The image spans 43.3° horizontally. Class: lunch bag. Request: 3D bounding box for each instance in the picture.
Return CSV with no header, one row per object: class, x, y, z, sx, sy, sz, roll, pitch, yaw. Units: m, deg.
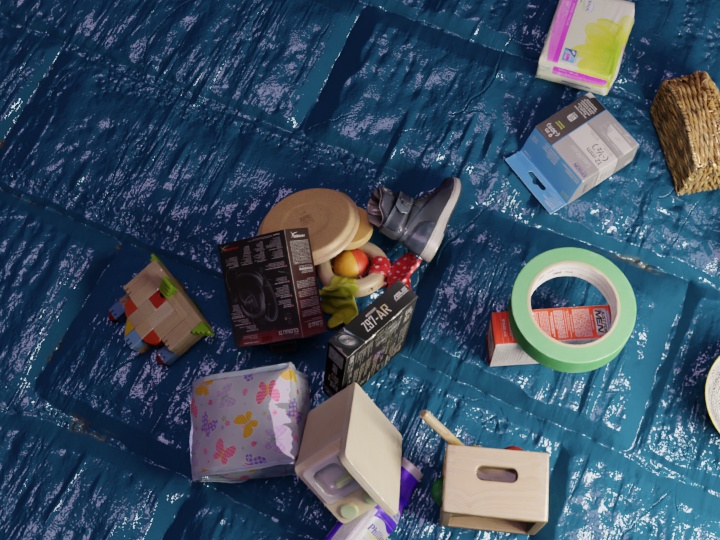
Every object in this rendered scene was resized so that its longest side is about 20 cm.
lunch bag,-0.183,0.252,1.480,0.198,0.127,0.172,-10,68,11

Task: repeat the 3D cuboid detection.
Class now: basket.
basket,0.636,-0.260,1.647,0.147,0.143,0.202,-9,67,0

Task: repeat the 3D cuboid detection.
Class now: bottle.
bottle,0.021,0.389,1.437,0.065,0.084,0.200,26,68,42

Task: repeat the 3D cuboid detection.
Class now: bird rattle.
bird rattle,0.000,0.000,1.597,0.199,0.113,0.163,-29,52,-12

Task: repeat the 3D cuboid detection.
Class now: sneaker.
sneaker,0.095,-0.124,1.618,0.145,0.077,0.203,27,47,-1

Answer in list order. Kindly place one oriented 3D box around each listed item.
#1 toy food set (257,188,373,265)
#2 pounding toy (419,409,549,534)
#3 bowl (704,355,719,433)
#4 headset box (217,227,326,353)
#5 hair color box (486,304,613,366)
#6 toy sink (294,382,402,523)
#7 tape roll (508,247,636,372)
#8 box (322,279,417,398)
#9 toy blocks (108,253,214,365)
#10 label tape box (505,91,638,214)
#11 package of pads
toy food set,-0.091,-0.076,1.628,0.199,0.049,0.198,-37,48,-16
pounding toy,0.185,0.317,1.404,0.197,0.184,0.144,5,67,5
bowl,0.648,0.222,1.470,0.198,0.094,0.203,-1,68,3
headset box,-0.149,0.040,1.536,0.148,0.077,0.202,-12,90,32
hair color box,0.317,0.110,1.525,0.197,0.111,0.065,-3,65,1
toy sink,-0.019,0.294,1.390,0.112,0.200,0.131,-35,108,18
tape roll,0.339,0.062,1.459,0.198,0.048,0.203,-1,65,3
box,0.013,0.122,1.474,0.043,0.201,0.160,42,66,17
toy blocks,-0.361,0.086,1.589,0.136,0.100,0.200,-41,70,-1
label tape box,0.392,-0.219,1.685,0.199,0.066,0.144,-32,69,-12
package of pads,0.445,-0.452,1.777,0.153,0.068,0.202,17,70,10
